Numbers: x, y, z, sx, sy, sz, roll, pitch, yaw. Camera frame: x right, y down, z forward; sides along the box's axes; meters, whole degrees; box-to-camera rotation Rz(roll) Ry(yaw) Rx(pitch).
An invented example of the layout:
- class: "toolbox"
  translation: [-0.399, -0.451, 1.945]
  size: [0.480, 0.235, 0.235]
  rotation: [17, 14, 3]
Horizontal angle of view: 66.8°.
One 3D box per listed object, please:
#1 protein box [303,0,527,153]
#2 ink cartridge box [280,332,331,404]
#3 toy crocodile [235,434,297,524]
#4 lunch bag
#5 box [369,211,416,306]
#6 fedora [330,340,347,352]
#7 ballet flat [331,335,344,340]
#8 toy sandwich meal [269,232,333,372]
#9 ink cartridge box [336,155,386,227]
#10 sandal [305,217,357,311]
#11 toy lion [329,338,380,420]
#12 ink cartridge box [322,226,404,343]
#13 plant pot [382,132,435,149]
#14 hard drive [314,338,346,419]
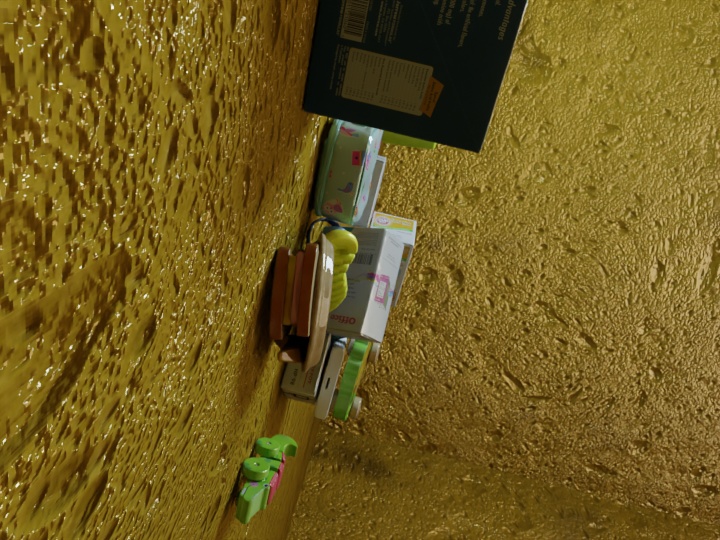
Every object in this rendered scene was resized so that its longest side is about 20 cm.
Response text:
- class: "protein box"
  translation: [0.062, -0.261, 0.605]
  size: [0.135, 0.200, 0.199]
  rotation: [-74, 177, -64]
- class: "ink cartridge box"
  translation: [-0.103, 0.185, 1.050]
  size: [0.200, 0.067, 0.116]
  rotation: [101, 3, -70]
- class: "toy crocodile"
  translation: [-0.142, 0.306, 0.816]
  size: [0.200, 0.062, 0.068]
  rotation: [-57, 161, -84]
- class: "lunch bag"
  translation: [-0.017, -0.171, 0.869]
  size: [0.200, 0.077, 0.161]
  rotation: [-73, 175, -67]
- class: "box"
  translation: [0.059, -0.027, 1.328]
  size: [0.101, 0.112, 0.200]
  rotation: [-76, 180, -50]
- class: "fedora"
  translation: [-0.075, 0.149, 1.259]
  size: [0.201, 0.091, 0.201]
  rotation: [14, 90, -89]
- class: "ballet flat"
  translation: [-0.065, 0.080, 1.142]
  size: [0.068, 0.072, 0.200]
  rotation: [60, 0, -37]
- class: "toy sandwich meal"
  translation: [-0.081, 0.040, 0.715]
  size: [0.205, 0.070, 0.206]
  rotation: [-172, -90, -82]
- class: "ink cartridge box"
  translation: [0.000, -0.184, 1.205]
  size: [0.200, 0.083, 0.146]
  rotation: [-76, 180, -75]
- class: "sandal"
  translation: [-0.060, -0.006, 0.872]
  size: [0.087, 0.079, 0.200]
  rotation: [63, -38, 38]
- class: "toy lion"
  translation: [-0.013, 0.206, 1.101]
  size: [0.192, 0.069, 0.200]
  rotation: [60, 49, -83]
- class: "ink cartridge box"
  translation: [-0.017, 0.026, 1.025]
  size: [0.085, 0.144, 0.200]
  rotation: [35, 66, -53]
- class: "plant pot"
  translation: [0.128, -0.465, 1.492]
  size: [0.200, 0.199, 0.182]
  rotation: [-74, 171, -52]
- class: "hard drive"
  translation: [-0.057, 0.204, 1.087]
  size: [0.200, 0.026, 0.132]
  rotation: [-128, -126, -89]
